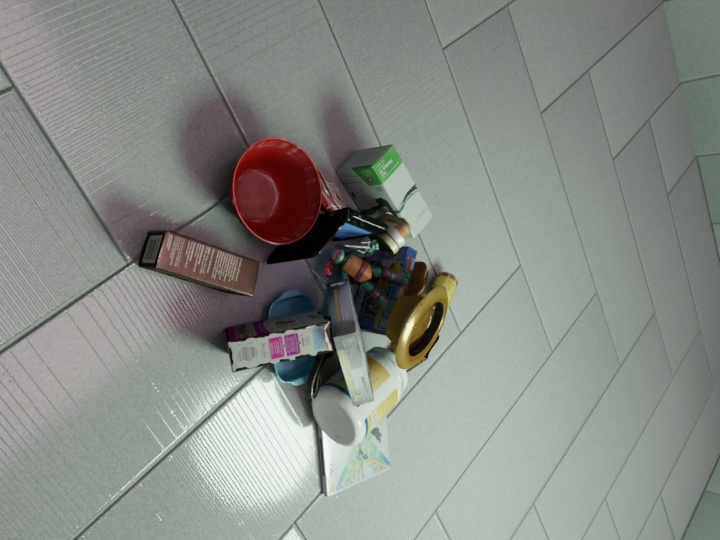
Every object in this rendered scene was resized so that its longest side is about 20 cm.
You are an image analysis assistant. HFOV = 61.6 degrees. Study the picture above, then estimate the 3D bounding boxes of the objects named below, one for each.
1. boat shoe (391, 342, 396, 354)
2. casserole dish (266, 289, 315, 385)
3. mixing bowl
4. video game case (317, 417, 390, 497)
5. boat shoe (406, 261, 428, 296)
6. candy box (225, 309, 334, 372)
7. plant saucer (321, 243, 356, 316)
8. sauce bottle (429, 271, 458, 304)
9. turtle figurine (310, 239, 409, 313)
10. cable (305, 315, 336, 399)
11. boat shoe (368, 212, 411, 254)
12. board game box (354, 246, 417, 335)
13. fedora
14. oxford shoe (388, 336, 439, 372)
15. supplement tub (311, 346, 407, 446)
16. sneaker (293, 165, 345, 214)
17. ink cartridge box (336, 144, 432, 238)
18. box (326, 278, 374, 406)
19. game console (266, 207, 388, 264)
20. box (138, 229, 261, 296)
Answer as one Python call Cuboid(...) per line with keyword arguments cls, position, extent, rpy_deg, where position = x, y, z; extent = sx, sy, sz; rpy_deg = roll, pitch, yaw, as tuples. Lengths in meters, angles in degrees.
Cuboid(cls="boat shoe", position=(0.097, 0.130, 1.432), extent=(0.065, 0.072, 0.201), rpy_deg=(43, 26, -6))
Cuboid(cls="casserole dish", position=(-0.148, 0.143, 1.293), extent=(0.119, 0.038, 0.205), rpy_deg=(-13, 99, -38))
Cuboid(cls="mixing bowl", position=(-0.186, -0.154, 1.202), extent=(0.197, 0.107, 0.206), rpy_deg=(-1, 91, -37))
Cuboid(cls="video game case", position=(-0.012, 0.410, 1.425), extent=(0.197, 0.022, 0.187), rpy_deg=(-9, 98, -39))
Cuboid(cls="boat shoe", position=(0.129, 0.049, 1.459), extent=(0.200, 0.069, 0.072), rpy_deg=(-51, 142, -59))
Cuboid(cls="candy box", position=(-0.160, 0.134, 1.176), extent=(0.195, 0.136, 0.063), rpy_deg=(-11, 99, -13))
Cuboid(cls="plant saucer", position=(-0.045, 0.046, 1.388), extent=(0.069, 0.019, 0.205), rpy_deg=(18, 79, -39))
Cuboid(cls="sauce bottle", position=(0.190, 0.093, 1.533), extent=(0.067, 0.065, 0.201), rpy_deg=(56, 46, -26))
Cuboid(cls="turtle figurine", position=(0.000, 0.000, 1.290), extent=(0.197, 0.101, 0.152), rpy_deg=(29, 101, -11))
Cuboid(cls="cable", position=(-0.071, 0.177, 1.283), extent=(0.202, 0.049, 0.099), rpy_deg=(-73, 167, -50))
Cuboid(cls="boat shoe", position=(0.058, -0.087, 1.333), extent=(0.068, 0.200, 0.075), rpy_deg=(-42, 112, -5))
Cuboid(cls="board game box", position=(0.049, 0.043, 1.390), extent=(0.034, 0.134, 0.205), rpy_deg=(25, 77, -39))
Cuboid(cls="fedora", position=(0.111, 0.109, 1.285), extent=(0.200, 0.081, 0.204), rpy_deg=(-41, 145, -37))
Cuboid(cls="oxford shoe", position=(0.120, 0.212, 1.495), extent=(0.200, 0.072, 0.072), rpy_deg=(-45, 119, -29))
Cuboid(cls="supplement tub", position=(0.002, 0.275, 1.346), extent=(0.199, 0.143, 0.148), rpy_deg=(-35, 113, -41))
Cuboid(cls="sneaker", position=(-0.060, -0.151, 1.331), extent=(0.200, 0.077, 0.083), rpy_deg=(46, 55, -36))
Cuboid(cls="ink cartridge box", position=(0.056, -0.175, 1.382), extent=(0.083, 0.145, 0.202), rpy_deg=(-47, 118, -25))
Cuboid(cls="box", position=(-0.021, 0.145, 1.220), extent=(0.047, 0.160, 0.203), rpy_deg=(-12, 129, 2))
Cuboid(cls="game console", position=(-0.069, -0.053, 1.242), extent=(0.173, 0.198, 0.119), rpy_deg=(18, 76, -36))
Cuboid(cls="box", position=(-0.296, -0.012, 1.124), extent=(0.198, 0.099, 0.077), rpy_deg=(23, 77, -38))
